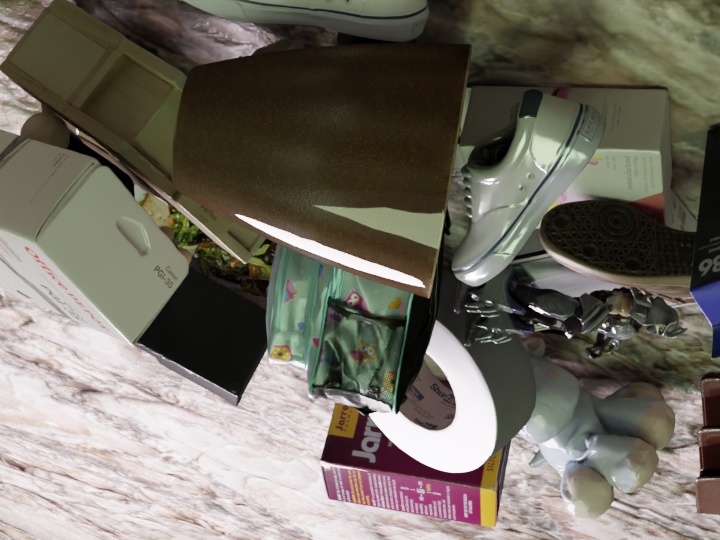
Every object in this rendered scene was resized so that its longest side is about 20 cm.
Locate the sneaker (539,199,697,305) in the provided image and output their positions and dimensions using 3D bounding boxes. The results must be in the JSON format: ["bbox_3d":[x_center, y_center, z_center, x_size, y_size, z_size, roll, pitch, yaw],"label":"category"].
[{"bbox_3d":[0.239,-0.001,1.161,0.200,0.071,0.076,11,150,2],"label":"sneaker"}]

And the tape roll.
[{"bbox_3d":[0.076,0.099,1.424,0.200,0.066,0.201,28,136,31],"label":"tape roll"}]

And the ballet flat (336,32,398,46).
[{"bbox_3d":[0.025,-0.147,1.170,0.066,0.057,0.200,-1,153,10],"label":"ballet flat"}]

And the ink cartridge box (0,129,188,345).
[{"bbox_3d":[-0.255,-0.035,1.136,0.200,0.083,0.147,18,155,39],"label":"ink cartridge box"}]

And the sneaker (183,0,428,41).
[{"bbox_3d":[-0.045,-0.223,1.059,0.200,0.073,0.071,9,123,9],"label":"sneaker"}]

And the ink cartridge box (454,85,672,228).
[{"bbox_3d":[0.151,-0.090,1.178,0.200,0.068,0.117,3,147,17],"label":"ink cartridge box"}]

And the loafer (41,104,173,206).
[{"bbox_3d":[-0.184,-0.116,1.265,0.200,0.076,0.067,24,154,-16],"label":"loafer"}]

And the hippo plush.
[{"bbox_3d":[0.220,0.138,1.493,0.161,0.159,0.200,48,-179,-18],"label":"hippo plush"}]

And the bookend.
[{"bbox_3d":[-0.193,0.053,1.503,0.198,0.092,0.200,28,170,0],"label":"bookend"}]

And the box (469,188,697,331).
[{"bbox_3d":[0.205,-0.009,1.297,0.200,0.060,0.117,-11,141,36],"label":"box"}]

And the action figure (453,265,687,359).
[{"bbox_3d":[0.186,0.039,1.250,0.200,0.070,0.130,7,161,22],"label":"action figure"}]

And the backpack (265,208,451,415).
[{"bbox_3d":[0.000,0.000,1.256,0.153,0.176,0.200,18,113,-1],"label":"backpack"}]

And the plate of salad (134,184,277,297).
[{"bbox_3d":[-0.143,-0.028,1.419,0.200,0.048,0.200,10,148,6],"label":"plate of salad"}]

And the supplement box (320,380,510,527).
[{"bbox_3d":[0.067,0.198,1.623,0.200,0.131,0.103,7,147,10],"label":"supplement box"}]

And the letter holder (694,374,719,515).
[{"bbox_3d":[0.449,0.185,1.476,0.200,0.101,0.142,3,146,18],"label":"letter holder"}]

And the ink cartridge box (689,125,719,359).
[{"bbox_3d":[0.303,-0.036,1.077,0.039,0.200,0.099,35,142,-32],"label":"ink cartridge box"}]

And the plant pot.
[{"bbox_3d":[-0.031,-0.087,1.053,0.199,0.187,0.187,9,149,2],"label":"plant pot"}]

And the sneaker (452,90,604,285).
[{"bbox_3d":[0.111,-0.067,1.100,0.071,0.073,0.200,29,135,-5],"label":"sneaker"}]

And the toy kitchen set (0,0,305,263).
[{"bbox_3d":[-0.146,-0.147,1.202,0.180,0.163,0.200,34,173,36],"label":"toy kitchen set"}]

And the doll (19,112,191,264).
[{"bbox_3d":[-0.214,-0.065,1.207,0.136,0.048,0.200,46,176,45],"label":"doll"}]
